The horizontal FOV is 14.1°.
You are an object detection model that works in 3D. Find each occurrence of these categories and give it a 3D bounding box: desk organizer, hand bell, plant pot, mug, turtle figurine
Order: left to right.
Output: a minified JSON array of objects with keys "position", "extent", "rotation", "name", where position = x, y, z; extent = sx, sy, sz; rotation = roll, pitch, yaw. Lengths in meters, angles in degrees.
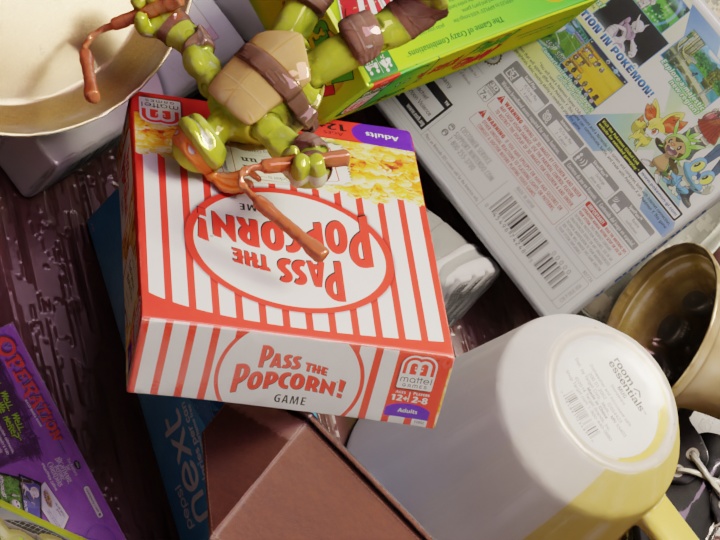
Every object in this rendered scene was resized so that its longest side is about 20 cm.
[{"position":[-0.177,-0.166,1.465],"extent":[0.199,0.027,0.201],"rotation":[1,87,-26],"name":"plant pot"},{"position":[-0.033,-0.093,1.428],"extent":[0.161,0.064,0.200],"rotation":[-42,53,-7],"name":"turtle figurine"},{"position":[-0.009,0.148,1.446],"extent":[0.077,0.072,0.200],"rotation":[-50,124,-11],"name":"desk organizer"},{"position":[0.107,0.104,1.555],"extent":[0.186,0.153,0.150],"rotation":[22,53,-22],"name":"mug"},{"position":[0.239,0.074,1.638],"extent":[0.200,0.104,0.104],"rotation":[28,52,-26],"name":"hand bell"}]

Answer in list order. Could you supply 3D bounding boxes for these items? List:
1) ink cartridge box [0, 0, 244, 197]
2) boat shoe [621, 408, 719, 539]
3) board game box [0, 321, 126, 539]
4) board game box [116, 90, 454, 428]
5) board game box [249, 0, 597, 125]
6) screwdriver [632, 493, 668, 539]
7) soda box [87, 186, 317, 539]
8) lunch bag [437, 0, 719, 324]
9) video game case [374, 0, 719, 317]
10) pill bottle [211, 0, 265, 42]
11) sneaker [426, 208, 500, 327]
[{"position":[-0.179,-0.157,1.587],"extent":[0.162,0.057,0.200],"rotation":[-36,92,-41],"name":"ink cartridge box"},{"position":[0.197,0.109,1.671],"extent":[0.074,0.060,0.200],"rotation":[45,50,-9],"name":"boat shoe"},{"position":[-0.177,0.133,1.435],"extent":[0.120,0.032,0.201],"rotation":[-22,78,-35],"name":"board game box"},{"position":[-0.041,-0.008,1.435],"extent":[0.151,0.046,0.200],"rotation":[7,34,-12],"name":"board game box"},{"position":[0.032,-0.156,1.556],"extent":[0.200,0.048,0.102],"rotation":[-24,83,-44],"name":"board game box"},{"position":[0.179,0.219,1.600],"extent":[0.028,0.029,0.201],"rotation":[-10,87,-32],"name":"screwdriver"},{"position":[-0.078,0.046,1.522],"extent":[0.064,0.068,0.201],"rotation":[-6,68,-34],"name":"soda box"},{"position":[0.153,-0.071,1.704],"extent":[0.164,0.118,0.200],"rotation":[44,77,1],"name":"lunch bag"},{"position":[0.118,-0.099,1.640],"extent":[0.182,0.022,0.200],"rotation":[-38,77,0],"name":"video game case"},{"position":[-0.019,-0.223,1.678],"extent":[0.112,0.112,0.200],"rotation":[29,43,-16],"name":"pill bottle"},{"position":[0.000,0.000,1.581],"extent":[0.082,0.075,0.200],"rotation":[45,17,15],"name":"sneaker"}]
